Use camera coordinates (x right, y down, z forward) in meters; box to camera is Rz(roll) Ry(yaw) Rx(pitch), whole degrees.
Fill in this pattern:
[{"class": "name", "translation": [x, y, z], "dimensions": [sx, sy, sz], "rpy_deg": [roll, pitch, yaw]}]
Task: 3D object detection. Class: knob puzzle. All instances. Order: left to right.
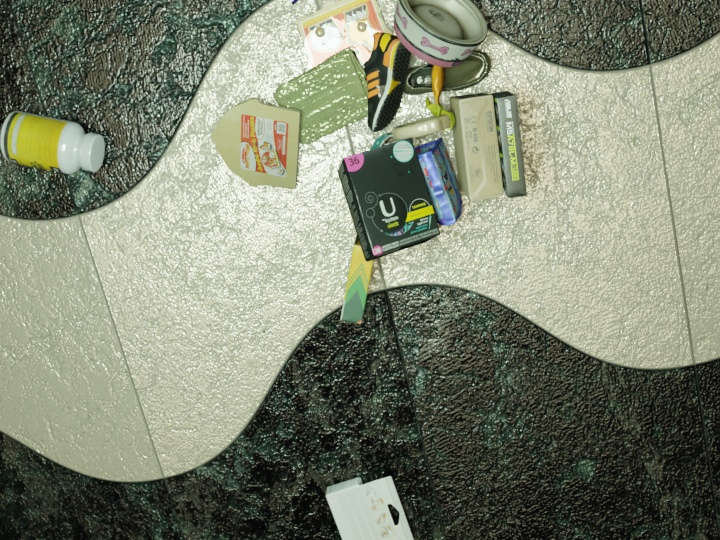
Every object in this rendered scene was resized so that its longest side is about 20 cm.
[{"class": "knob puzzle", "translation": [-0.226, -0.279, 1.693], "dimensions": [0.214, 0.031, 0.224], "rpy_deg": [7, 122, 11]}, {"class": "knob puzzle", "translation": [-0.023, -0.463, 1.648], "dimensions": [0.214, 0.031, 0.226], "rpy_deg": [1, 104, 3]}]

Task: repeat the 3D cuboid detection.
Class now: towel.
[{"class": "towel", "translation": [-0.072, -0.366, 1.657], "dimensions": [0.197, 0.037, 0.150], "rpy_deg": [-26, 116, 12]}]

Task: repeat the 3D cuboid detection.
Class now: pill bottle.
[{"class": "pill bottle", "translation": [-0.667, -0.274, 1.697], "dimensions": [0.195, 0.112, 0.115], "rpy_deg": [11, 105, 1]}]

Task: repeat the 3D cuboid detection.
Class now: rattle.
[{"class": "rattle", "translation": [0.091, -0.330, 1.615], "dimensions": [0.197, 0.130, 0.145], "rpy_deg": [-1, 124, 43]}]

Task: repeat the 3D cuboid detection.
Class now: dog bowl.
[{"class": "dog bowl", "translation": [0.152, -0.489, 1.554], "dimensions": [0.197, 0.202, 0.074], "rpy_deg": [28, 137, -4]}]

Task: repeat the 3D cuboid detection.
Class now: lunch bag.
[{"class": "lunch bag", "translation": [0.154, -0.179, 1.620], "dimensions": [0.092, 0.200, 0.154], "rpy_deg": [-18, 103, 9]}]

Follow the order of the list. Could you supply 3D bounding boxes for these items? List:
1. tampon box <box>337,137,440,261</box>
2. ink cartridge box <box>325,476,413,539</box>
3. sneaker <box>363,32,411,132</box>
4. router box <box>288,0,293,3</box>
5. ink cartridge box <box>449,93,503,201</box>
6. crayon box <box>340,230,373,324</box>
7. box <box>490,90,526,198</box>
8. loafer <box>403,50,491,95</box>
[{"class": "tampon box", "translation": [0.055, -0.141, 1.582], "dimensions": [0.147, 0.126, 0.205], "rpy_deg": [-18, 88, -9]}, {"class": "ink cartridge box", "translation": [0.026, 0.602, 1.907], "dimensions": [0.170, 0.044, 0.204], "rpy_deg": [-18, 102, 7]}, {"class": "sneaker", "translation": [0.041, -0.392, 1.616], "dimensions": [0.089, 0.069, 0.203], "rpy_deg": [36, 128, 27]}, {"class": "router box", "translation": [-0.127, -0.684, 1.590], "dimensions": [0.199, 0.049, 0.180], "rpy_deg": [-39, 99, 12]}, {"class": "ink cartridge box", "translation": [0.238, -0.259, 1.612], "dimensions": [0.073, 0.165, 0.205], "rpy_deg": [-8, 104, 2]}, {"class": "crayon box", "translation": [0.000, 0.000, 1.713], "dimensions": [0.049, 0.127, 0.205], "rpy_deg": [10, 106, 1]}, {"class": "box", "translation": [0.301, -0.261, 1.590], "dimensions": [0.046, 0.200, 0.198], "rpy_deg": [-5, 103, 7]}, {"class": "loafer", "translation": [0.178, -0.406, 1.628], "dimensions": [0.195, 0.070, 0.077], "rpy_deg": [-15, 103, 8]}]
